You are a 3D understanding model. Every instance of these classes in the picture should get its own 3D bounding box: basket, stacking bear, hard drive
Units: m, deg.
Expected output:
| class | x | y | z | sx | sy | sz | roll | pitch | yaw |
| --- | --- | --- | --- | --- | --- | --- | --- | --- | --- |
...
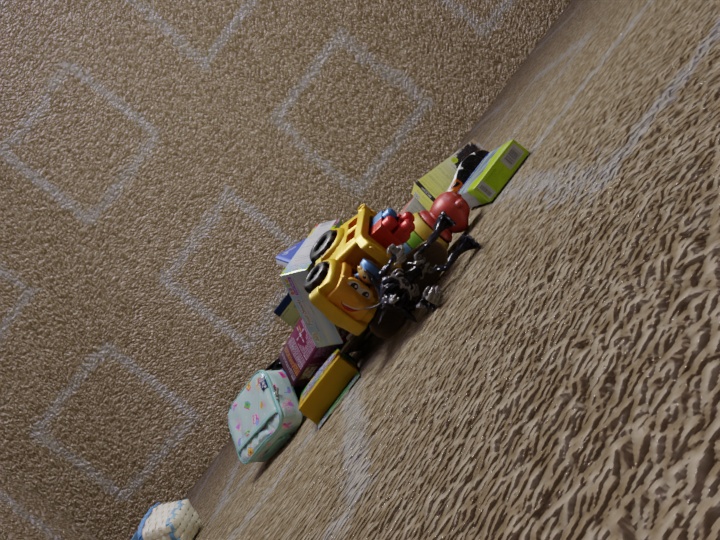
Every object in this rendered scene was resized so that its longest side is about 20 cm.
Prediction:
| class | x | y | z | sx | sy | sz | roll | pitch | yaw |
| --- | --- | --- | --- | --- | --- | --- | --- | --- | --- |
| basket | -0.530 | 0.696 | 1.762 | 0.198 | 0.140 | 0.176 | -20 | 10 | 12 |
| stacking bear | 0.128 | -0.063 | 1.287 | 0.200 | 0.114 | 0.121 | -47 | 4 | 13 |
| hard drive | -0.095 | -0.034 | 1.613 | 0.131 | 0.026 | 0.199 | -33 | 32 | -31 |

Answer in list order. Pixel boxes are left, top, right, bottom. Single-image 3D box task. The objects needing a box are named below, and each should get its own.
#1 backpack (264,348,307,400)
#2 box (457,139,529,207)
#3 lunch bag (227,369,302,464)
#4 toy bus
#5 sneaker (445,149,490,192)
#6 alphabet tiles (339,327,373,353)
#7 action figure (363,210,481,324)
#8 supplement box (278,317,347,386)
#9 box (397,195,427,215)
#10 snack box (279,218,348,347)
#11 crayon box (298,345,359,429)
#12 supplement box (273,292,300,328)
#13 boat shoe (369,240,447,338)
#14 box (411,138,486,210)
| class | x | y | z | sx | sy | sz | roll | pitch | yaw |
| --- | --- | --- | --- | --- | --- | --- | --- | --- | --- |
| backpack | -0.167 | 0.263 | 1.677 | 0.167 | 0.126 | 0.200 | -49 | 6 | 19 |
| box | 0.254 | -0.185 | 1.338 | 0.122 | 0.048 | 0.200 | -52 | 4 | -1 |
| lunch bag | -0.216 | 0.328 | 1.509 | 0.200 | 0.077 | 0.161 | -51 | 46 | 31 |
| toy bus | 0.014 | -0.019 | 1.156 | 0.192 | 0.135 | 0.201 | -40 | 24 | 29 |
| sneaker | 0.224 | -0.179 | 1.497 | 0.200 | 0.076 | 0.092 | -51 | -2 | -7 |
| alphabet tiles | 0.027 | 0.096 | 1.330 | 0.168 | 0.008 | 0.200 | -52 | -13 | 4 |
| action figure | 0.085 | 0.002 | 1.052 | 0.200 | 0.119 | 0.102 | -46 | -2 | 1 |
| supplement box | -0.082 | 0.151 | 1.451 | 0.110 | 0.086 | 0.201 | -3 | -41 | -38 |
| box | 0.095 | -0.052 | 1.602 | 0.201 | 0.106 | 0.152 | -54 | 3 | -26 |
| snack box | -0.062 | 0.021 | 1.315 | 0.067 | 0.170 | 0.200 | -13 | 25 | 24 |
| crayon box | -0.062 | 0.220 | 1.305 | 0.126 | 0.051 | 0.200 | -52 | 3 | -2 |
| supplement box | -0.069 | 0.075 | 1.683 | 0.134 | 0.199 | 0.200 | -49 | 4 | 39 |
| boat shoe | 0.081 | 0.027 | 1.209 | 0.201 | 0.071 | 0.065 | -53 | 3 | 11 |
| box | 0.216 | -0.221 | 1.575 | 0.200 | 0.075 | 0.050 | -39 | -14 | -19 |
